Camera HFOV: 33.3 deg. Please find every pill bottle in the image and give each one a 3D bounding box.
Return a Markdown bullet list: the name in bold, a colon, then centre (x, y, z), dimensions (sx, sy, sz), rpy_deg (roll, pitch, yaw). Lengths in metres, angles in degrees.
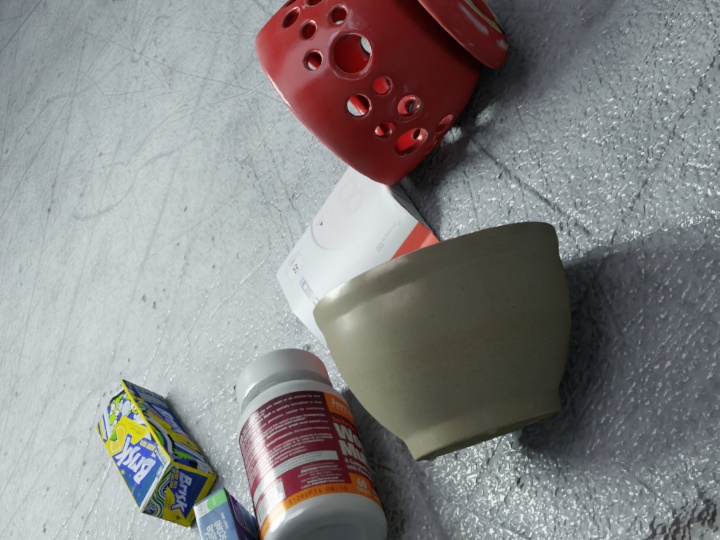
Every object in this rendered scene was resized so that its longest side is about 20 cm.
- **pill bottle**: centre (-0.051, 0.169, 1.073), dimensions (0.110, 0.109, 0.201), rpy_deg (-48, 37, 23)

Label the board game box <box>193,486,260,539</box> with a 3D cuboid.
- **board game box**: centre (-0.072, 0.292, 1.000), dimensions (0.034, 0.136, 0.201), rpy_deg (-32, 39, 5)

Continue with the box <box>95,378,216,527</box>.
- **box**: centre (-0.233, 0.203, 1.350), dimensions (0.071, 0.064, 0.200), rpy_deg (-60, 33, 6)

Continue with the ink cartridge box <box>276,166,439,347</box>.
- **ink cartridge box**: centre (0.000, 0.000, 1.172), dimensions (0.163, 0.057, 0.200), rpy_deg (-54, 30, 16)

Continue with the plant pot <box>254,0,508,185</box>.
- **plant pot**: centre (0.029, -0.212, 1.143), dimensions (0.182, 0.200, 0.201), rpy_deg (-42, 39, 17)

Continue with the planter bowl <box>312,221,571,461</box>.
- **planter bowl**: centre (0.076, 0.064, 0.916), dimensions (0.199, 0.199, 0.136), rpy_deg (-29, 74, 42)
